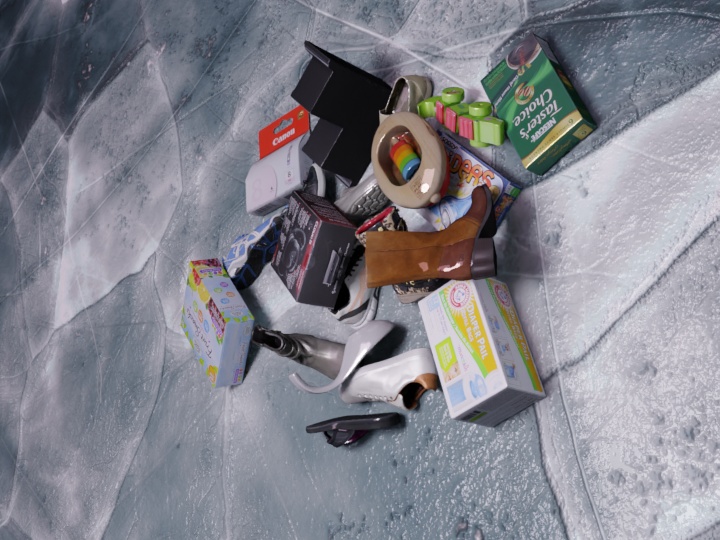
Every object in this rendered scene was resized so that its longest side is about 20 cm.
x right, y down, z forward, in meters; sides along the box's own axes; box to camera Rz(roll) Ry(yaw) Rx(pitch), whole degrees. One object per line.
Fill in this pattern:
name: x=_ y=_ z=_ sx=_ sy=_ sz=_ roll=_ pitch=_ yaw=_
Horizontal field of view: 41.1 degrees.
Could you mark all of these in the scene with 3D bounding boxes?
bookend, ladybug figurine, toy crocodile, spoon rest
bookend: x=-0.053 y=-0.274 z=1.729 sx=0.092 sy=0.198 sz=0.201 roll=45 pitch=111 yaw=43
ladybug figurine: x=0.090 y=-0.177 z=1.594 sx=0.136 sy=0.072 sz=0.201 roll=-47 pitch=48 yaw=26
toy crocodile: x=0.167 y=-0.249 z=1.576 sx=0.200 sy=0.061 sz=0.068 roll=40 pitch=142 yaw=48
spoon rest: x=-0.022 y=0.146 z=1.601 sx=0.061 sy=0.199 sz=0.099 roll=58 pitch=162 yaw=1

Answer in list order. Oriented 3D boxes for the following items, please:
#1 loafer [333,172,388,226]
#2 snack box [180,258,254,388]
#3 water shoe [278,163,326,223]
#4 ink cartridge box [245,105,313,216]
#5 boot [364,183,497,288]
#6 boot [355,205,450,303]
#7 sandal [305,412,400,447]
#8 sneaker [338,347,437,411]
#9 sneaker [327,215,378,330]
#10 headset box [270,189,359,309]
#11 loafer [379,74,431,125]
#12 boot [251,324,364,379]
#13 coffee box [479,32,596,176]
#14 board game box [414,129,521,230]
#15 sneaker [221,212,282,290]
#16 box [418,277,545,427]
loafer: x=-0.012 y=-0.123 z=1.722 sx=0.200 sy=0.069 sz=0.070 roll=-41 pitch=53 yaw=39
snack box: x=-0.286 y=0.103 z=1.902 sx=0.200 sy=0.067 sz=0.170 roll=54 pitch=140 yaw=41
water shoe: x=-0.112 y=-0.110 z=1.809 sx=0.071 sy=0.078 sz=0.202 roll=143 pitch=135 yaw=-75
ink cartridge box: x=-0.168 y=-0.229 z=1.940 sx=0.162 sy=0.057 sz=0.202 roll=-24 pitch=66 yaw=39
boot: x=0.107 y=-0.052 z=1.459 sx=0.198 sy=0.069 sz=0.190 roll=-5 pitch=53 yaw=14
boot: x=0.088 y=-0.033 z=1.532 sx=0.073 sy=0.151 sz=0.199 roll=-46 pitch=14 yaw=-32
sandal: x=-0.018 y=0.272 z=1.618 sx=0.199 sy=0.075 sz=0.049 roll=-13 pitch=86 yaw=43
sneaker: x=0.042 y=0.197 z=1.576 sx=0.199 sy=0.072 sz=0.085 roll=-28 pitch=57 yaw=35
sneaker: x=0.000 y=0.000 z=1.677 sx=0.073 sy=0.080 sz=0.202 roll=5 pitch=80 yaw=47
headset box: x=-0.080 y=-0.036 z=1.666 sx=0.200 sy=0.077 sz=0.150 roll=45 pitch=121 yaw=61
loafer: x=0.062 y=-0.255 z=1.699 sx=0.075 sy=0.068 sz=0.202 roll=15 pitch=88 yaw=46
boot: x=-0.099 y=0.145 z=1.692 sx=0.199 sy=0.130 sz=0.068 roll=12 pitch=86 yaw=46
coffee box: x=0.275 y=-0.262 z=1.505 sx=0.123 sy=0.044 sz=0.201 roll=-40 pitch=52 yaw=30
board game box: x=0.160 y=-0.129 z=1.586 sx=0.200 sy=0.034 sz=0.136 roll=44 pitch=109 yaw=43
sneaker: x=-0.215 y=-0.049 z=1.910 sx=0.200 sy=0.075 sz=0.077 roll=-45 pitch=55 yaw=25
box: x=0.179 y=0.115 z=1.442 sx=0.112 sy=0.101 sz=0.202 roll=-36 pitch=54 yaw=31
